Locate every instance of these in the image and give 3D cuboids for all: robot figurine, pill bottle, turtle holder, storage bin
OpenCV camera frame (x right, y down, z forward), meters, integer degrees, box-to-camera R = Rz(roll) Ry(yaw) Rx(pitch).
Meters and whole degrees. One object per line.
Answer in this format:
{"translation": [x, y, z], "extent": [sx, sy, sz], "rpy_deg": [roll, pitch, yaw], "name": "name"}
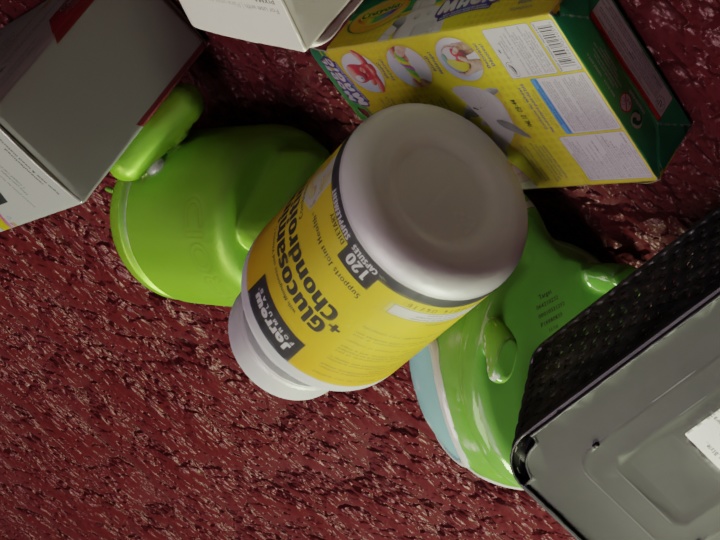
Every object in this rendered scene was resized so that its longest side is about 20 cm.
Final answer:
{"translation": [-0.086, -0.035, 1.164], "extent": [0.199, 0.116, 0.175], "rpy_deg": [1, 149, 49], "name": "robot figurine"}
{"translation": [0.000, 0.000, 0.991], "extent": [0.112, 0.112, 0.200], "rpy_deg": [39, 143, -5], "name": "pill bottle"}
{"translation": [0.084, 0.043, 1.060], "extent": [0.186, 0.141, 0.131], "rpy_deg": [48, 157, -26], "name": "turtle holder"}
{"translation": [0.189, 0.064, 0.915], "extent": [0.135, 0.094, 0.200], "rpy_deg": [43, 120, -12], "name": "storage bin"}

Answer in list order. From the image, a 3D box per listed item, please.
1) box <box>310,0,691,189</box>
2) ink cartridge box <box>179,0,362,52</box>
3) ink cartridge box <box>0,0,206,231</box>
{"translation": [0.068, -0.098, 0.960], "extent": [0.199, 0.049, 0.118], "rpy_deg": [-2, 134, 48], "name": "box"}
{"translation": [-0.047, -0.222, 0.789], "extent": [0.082, 0.147, 0.201], "rpy_deg": [15, 145, 38], "name": "ink cartridge box"}
{"translation": [-0.210, -0.107, 1.166], "extent": [0.083, 0.146, 0.199], "rpy_deg": [44, 153, -20], "name": "ink cartridge box"}
